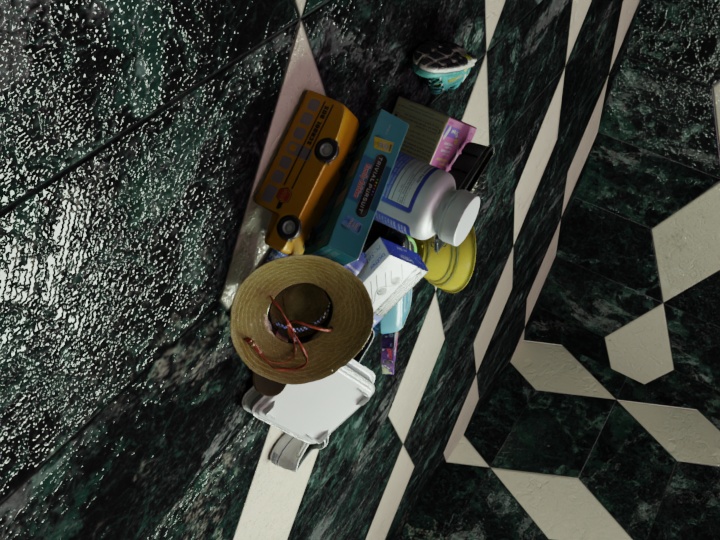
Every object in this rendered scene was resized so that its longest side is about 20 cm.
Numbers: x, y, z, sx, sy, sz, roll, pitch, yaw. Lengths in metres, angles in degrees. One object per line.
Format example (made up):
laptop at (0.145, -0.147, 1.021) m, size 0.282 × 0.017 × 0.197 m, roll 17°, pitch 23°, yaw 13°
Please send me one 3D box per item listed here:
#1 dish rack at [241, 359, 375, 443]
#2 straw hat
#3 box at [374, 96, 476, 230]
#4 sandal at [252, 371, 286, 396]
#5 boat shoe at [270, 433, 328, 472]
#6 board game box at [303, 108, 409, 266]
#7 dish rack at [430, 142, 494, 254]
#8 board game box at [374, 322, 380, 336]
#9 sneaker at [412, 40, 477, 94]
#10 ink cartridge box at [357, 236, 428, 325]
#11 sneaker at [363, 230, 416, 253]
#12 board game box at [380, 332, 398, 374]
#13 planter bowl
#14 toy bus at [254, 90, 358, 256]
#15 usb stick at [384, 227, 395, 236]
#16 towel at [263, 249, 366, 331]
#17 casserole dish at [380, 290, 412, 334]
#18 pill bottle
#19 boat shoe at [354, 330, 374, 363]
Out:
dish rack at (-0.074, 0.205, 1.343) m, size 0.172 × 0.044 × 0.200 m, roll -42°, pitch 135°, yaw 8°
straw hat at (-0.082, 0.049, 1.133) m, size 0.085 × 0.201 × 0.201 m, roll -96°, pitch -160°, yaw -63°
box at (0.097, -0.174, 1.413) m, size 0.200 × 0.097 × 0.176 m, roll -67°, pitch 161°, yaw 11°
sandal at (-0.116, 0.082, 1.253) m, size 0.212 × 0.078 × 0.070 m, roll -71°, pitch -164°, yaw -8°
boat shoe at (-0.091, 0.314, 1.590) m, size 0.200 × 0.065 × 0.074 m, roll -44°, pitch 152°, yaw -45°
board game box at (-0.015, -0.099, 1.124) m, size 0.151 × 0.047 × 0.200 m, roll -22°, pitch -135°, yaw 67°
dish rack at (0.173, -0.118, 1.457) m, size 0.153 × 0.055 × 0.200 m, roll -56°, pitch 160°, yaw -22°
board game box at (-0.021, 0.142, 1.547) m, size 0.200 × 0.026 × 0.200 m, roll -52°, pitch 166°, yaw -13°
sneaker at (0.136, -0.324, 1.367) m, size 0.200 × 0.077 × 0.080 m, roll -25°, pitch 146°, yaw -62°
ink cartridge box at (0.005, 0.043, 1.313) m, size 0.094 × 0.044 × 0.200 m, roll 21°, pitch 121°, yaw -42°
sneaker at (0.000, 0.000, 1.363) m, size 0.200 × 0.077 × 0.084 m, roll -41°, pitch 156°, yaw -2°
board game box at (0.064, 0.091, 1.653) m, size 0.120 × 0.032 × 0.200 m, roll 93°, pitch 5°, yaw -60°
planter bowl at (0.135, -0.052, 1.623) m, size 0.083 × 0.200 × 0.201 m, roll -5°, pitch 127°, yaw -26°
toy bus at (-0.071, -0.120, 1.067) m, size 0.200 × 0.078 × 0.065 m, roll -64°, pitch 162°, yaw 0°
usb stick at (0.084, -0.117, 1.546) m, size 0.055 × 0.033 × 0.200 m, roll -27°, pitch 140°, yaw -77°
towel at (-0.082, 0.023, 1.197) m, size 0.145 × 0.024 × 0.200 m, roll 42°, pitch 71°, yaw -35°
casserole dish at (0.068, 0.025, 1.510) m, size 0.121 × 0.039 × 0.200 m, roll -64°, pitch 158°, yaw -55°
pill bottle at (0.075, -0.114, 1.270) m, size 0.112 × 0.200 × 0.112 m, roll -52°, pitch 158°, yaw -31°
boat shoe at (-0.045, 0.165, 1.405) m, size 0.073 × 0.063 × 0.200 m, roll 39°, pitch 80°, yaw -42°
